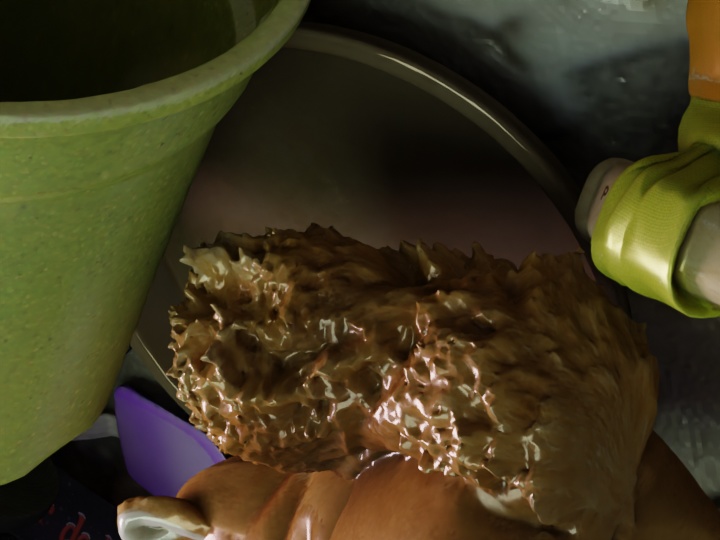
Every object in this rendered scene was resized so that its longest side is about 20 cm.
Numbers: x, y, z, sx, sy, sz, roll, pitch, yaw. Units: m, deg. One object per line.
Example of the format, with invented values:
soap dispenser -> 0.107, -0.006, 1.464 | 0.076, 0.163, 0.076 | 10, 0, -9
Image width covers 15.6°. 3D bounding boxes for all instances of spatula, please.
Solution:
spatula -> -0.128, 0.055, 0.993 | 0.199, 0.021, 0.057 | 16, 136, 21

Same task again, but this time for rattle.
rattle -> 0.171, -0.021, 0.747 | 0.199, 0.144, 0.130 | 20, 168, -5

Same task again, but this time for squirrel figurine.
squirrel figurine -> 0.011, 0.070, 0.803 | 0.186, 0.141, 0.201 | 17, 125, 50

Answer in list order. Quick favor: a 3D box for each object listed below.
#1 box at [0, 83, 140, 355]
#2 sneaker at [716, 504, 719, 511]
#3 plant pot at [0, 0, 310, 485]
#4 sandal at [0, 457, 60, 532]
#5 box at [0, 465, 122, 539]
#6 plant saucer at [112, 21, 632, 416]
box -> -0.170, -0.053, 0.920 | 0.142, 0.036, 0.201 | -3, 125, 33
sneaker -> 0.155, 0.130, 0.819 | 0.199, 0.113, 0.072 | -5, 122, 33
plant pot -> -0.126, -0.041, 0.781 | 0.200, 0.201, 0.185 | 25, 132, 11
sandal -> -0.182, 0.017, 0.913 | 0.200, 0.075, 0.048 | 41, 119, -5
box -> -0.158, 0.113, 1.017 | 0.200, 0.038, 0.136 | 36, 139, -16
plant saucer -> 0.000, 0.000, 0.866 | 0.199, 0.030, 0.201 | 16, 133, 18
